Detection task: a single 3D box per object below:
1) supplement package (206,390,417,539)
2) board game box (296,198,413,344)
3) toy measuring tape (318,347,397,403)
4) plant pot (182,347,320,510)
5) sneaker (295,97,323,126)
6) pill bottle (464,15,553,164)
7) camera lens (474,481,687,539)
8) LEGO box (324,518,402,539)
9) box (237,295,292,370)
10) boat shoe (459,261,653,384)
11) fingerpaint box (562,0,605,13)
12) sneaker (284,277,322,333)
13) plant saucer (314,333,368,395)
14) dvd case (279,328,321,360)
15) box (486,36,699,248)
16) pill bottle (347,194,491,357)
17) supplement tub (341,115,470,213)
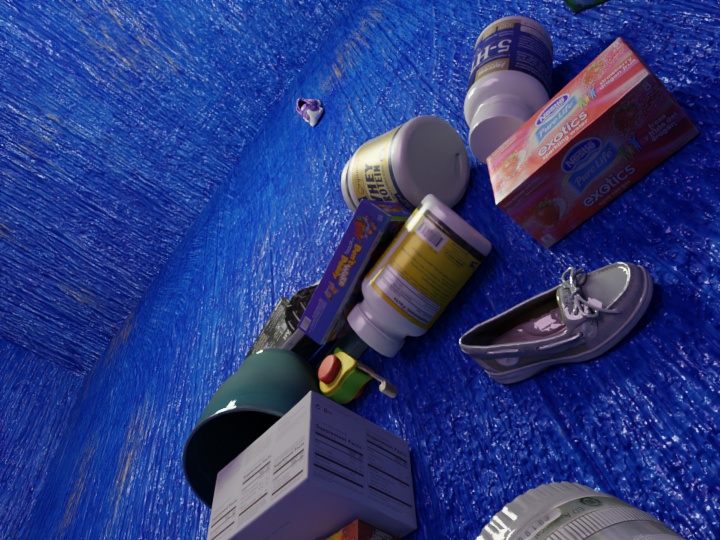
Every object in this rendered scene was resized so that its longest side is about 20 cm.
[{"bbox_3d":[-0.058,0.263,0.704,0.200,0.154,0.112,-43,29,28],"label":"supplement package"},{"bbox_3d":[0.000,0.000,0.870,0.203,0.044,0.134,-62,-20,16],"label":"board game box"},{"bbox_3d":[-0.012,0.161,0.849,0.075,0.073,0.199,-59,23,-6],"label":"toy measuring tape"},{"bbox_3d":[-0.131,0.219,0.877,0.200,0.199,0.189,-46,16,21],"label":"plant pot"},{"bbox_3d":[-0.174,-0.535,1.983,0.081,0.083,0.200,-52,23,9],"label":"sneaker"},{"bbox_3d":[0.208,-0.249,0.859,0.119,0.119,0.203,-29,36,46],"label":"pill bottle"},{"bbox_3d":[0.158,0.230,0.324,0.162,0.159,0.199,-58,24,-3],"label":"camera lens"},{"bbox_3d":[-0.039,0.377,0.625,0.200,0.076,0.150,-44,27,29],"label":"LEGO box"},{"bbox_3d":[-0.166,0.159,1.176,0.203,0.043,0.160,-60,24,-5],"label":"box"},{"bbox_3d":[0.188,0.049,0.601,0.201,0.064,0.076,-35,32,41],"label":"boat shoe"},{"bbox_3d":[0.306,-0.468,0.835,0.074,0.198,0.166,-60,25,-8],"label":"fingerpaint box"},{"bbox_3d":[-0.050,0.040,1.063,0.200,0.074,0.079,-44,-16,7],"label":"sneaker"},{"bbox_3d":[-0.010,0.110,0.968,0.201,0.019,0.070,-50,25,15],"label":"plant saucer"},{"bbox_3d":[-0.095,0.125,1.007,0.200,0.018,0.142,-48,-15,21],"label":"dvd case"},{"bbox_3d":[0.247,-0.138,0.678,0.200,0.094,0.104,-42,27,31],"label":"box"},{"bbox_3d":[0.073,0.011,0.811,0.201,0.111,0.113,-52,24,11],"label":"pill bottle"},{"bbox_3d":[0.066,-0.154,0.984,0.199,0.143,0.147,-9,52,60],"label":"supplement tub"}]
